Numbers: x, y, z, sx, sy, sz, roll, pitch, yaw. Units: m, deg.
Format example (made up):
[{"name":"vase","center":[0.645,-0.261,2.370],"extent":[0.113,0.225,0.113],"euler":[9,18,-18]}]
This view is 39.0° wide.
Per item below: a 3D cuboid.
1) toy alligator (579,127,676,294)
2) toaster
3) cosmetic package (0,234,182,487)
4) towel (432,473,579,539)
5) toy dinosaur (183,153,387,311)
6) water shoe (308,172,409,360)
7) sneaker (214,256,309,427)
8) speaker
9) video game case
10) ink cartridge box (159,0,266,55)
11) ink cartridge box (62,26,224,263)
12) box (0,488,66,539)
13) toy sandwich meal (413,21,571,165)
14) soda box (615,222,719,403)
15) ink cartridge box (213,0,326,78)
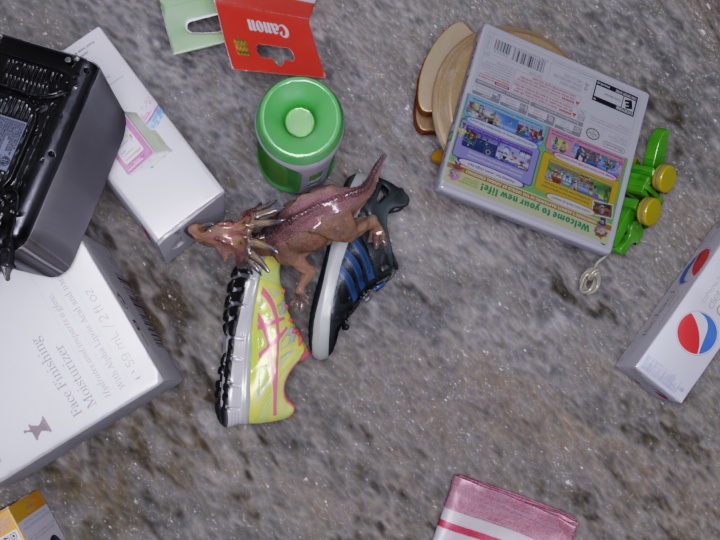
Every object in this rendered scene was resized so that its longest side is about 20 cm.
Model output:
[{"name":"toy alligator","center":[0.293,-0.056,1.095],"extent":[0.054,0.059,0.201],"euler":[31,82,-43]},{"name":"toaster","center":[-0.318,-0.097,0.867],"extent":[0.179,0.119,0.202],"euler":[16,78,11]},{"name":"cosmetic package","center":[-0.303,0.088,0.976],"extent":[0.199,0.165,0.166],"euler":[-32,87,-6]},{"name":"towel","center":[0.134,0.332,1.069],"extent":[0.143,0.023,0.202],"euler":[20,85,-2]},{"name":"toy dinosaur","center":[-0.052,-0.046,0.966],"extent":[0.199,0.136,0.086],"euler":[-34,64,4]},{"name":"water shoe","center":[0.000,0.000,1.056],"extent":[0.078,0.071,0.202],"euler":[15,86,-6]},{"name":"sneaker","center":[-0.094,0.062,1.049],"extent":[0.090,0.078,0.202],"euler":[8,87,-18]},{"name":"speaker","center":[-0.061,-0.128,0.994],"extent":[0.088,0.200,0.089],"euler":[0,86,-5]},{"name":"video game case","center":[0.189,-0.133,1.044],"extent":[0.199,0.022,0.184],"euler":[19,78,-14]},{"name":"ink cartridge box","center":[-0.169,-0.327,1.070],"extent":[0.103,0.059,0.202],"euler":[-14,88,-6]},{"name":"ink cartridge box","center":[-0.223,-0.117,1.008],"extent":[0.084,0.145,0.201],"euler":[-36,89,-10]},{"name":"box","center":[-0.294,0.316,0.985],"extent":[0.041,0.119,0.201],"euler":[-27,88,-6]},{"name":"toy sandwich meal","center":[0.150,-0.166,1.086],"extent":[0.203,0.070,0.207],"euler":[2,83,-16]},{"name":"soda box","center":[0.361,0.041,1.084],"extent":[0.064,0.068,0.201],"euler":[38,84,-1]},{"name":"ink cartridge box","center":[-0.090,-0.302,1.029],"extent":[0.050,0.162,0.202],"euler":[-19,85,33]}]
